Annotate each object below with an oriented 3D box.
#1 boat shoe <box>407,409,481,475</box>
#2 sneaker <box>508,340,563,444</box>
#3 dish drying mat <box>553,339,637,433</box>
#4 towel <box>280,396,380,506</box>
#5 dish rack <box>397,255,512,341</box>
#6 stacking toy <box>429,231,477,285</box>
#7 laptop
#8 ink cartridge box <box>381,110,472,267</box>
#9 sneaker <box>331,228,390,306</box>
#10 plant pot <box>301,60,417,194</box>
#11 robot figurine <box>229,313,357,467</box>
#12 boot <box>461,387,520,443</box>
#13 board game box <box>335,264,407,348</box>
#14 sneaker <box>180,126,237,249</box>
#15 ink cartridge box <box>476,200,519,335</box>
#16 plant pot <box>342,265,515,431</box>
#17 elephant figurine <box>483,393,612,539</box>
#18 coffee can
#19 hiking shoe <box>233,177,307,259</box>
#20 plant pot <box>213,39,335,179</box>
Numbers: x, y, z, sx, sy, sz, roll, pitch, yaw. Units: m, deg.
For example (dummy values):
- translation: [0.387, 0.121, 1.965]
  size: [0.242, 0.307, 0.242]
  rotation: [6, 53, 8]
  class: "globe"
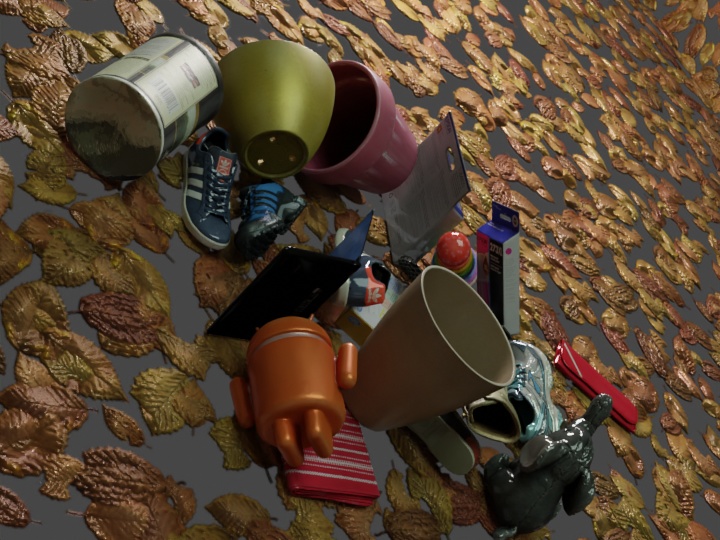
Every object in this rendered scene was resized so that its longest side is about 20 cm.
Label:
- translation: [0.102, 0.204, 1.620]
  size: [0.200, 0.071, 0.062]
  rotation: [51, 24, 8]
  class: "boat shoe"
- translation: [0.266, 0.194, 1.814]
  size: [0.086, 0.078, 0.201]
  rotation: [15, 44, -35]
  class: "sneaker"
- translation: [0.430, 0.210, 2.038]
  size: [0.200, 0.018, 0.077]
  rotation: [41, 32, -10]
  class: "dish drying mat"
- translation: [-0.055, 0.213, 1.475]
  size: [0.144, 0.022, 0.201]
  rotation: [16, 42, -36]
  class: "towel"
- translation: [0.140, 0.046, 1.770]
  size: [0.200, 0.055, 0.153]
  rotation: [49, -8, -9]
  class: "dish rack"
- translation: [0.152, -0.023, 1.817]
  size: [0.086, 0.085, 0.200]
  rotation: [55, -3, 13]
  class: "stacking toy"
- translation: [-0.091, 0.000, 1.507]
  size: [0.199, 0.187, 0.117]
  rotation: [12, 45, -42]
  class: "laptop"
- translation: [0.116, -0.133, 1.875]
  size: [0.040, 0.200, 0.201]
  rotation: [23, 40, -30]
  class: "ink cartridge box"
- translation: [0.000, 0.000, 1.657]
  size: [0.084, 0.076, 0.200]
  rotation: [6, 27, -5]
  class: "sneaker"
- translation: [-0.003, -0.219, 1.857]
  size: [0.179, 0.199, 0.201]
  rotation: [30, 33, -50]
  class: "plant pot"
- translation: [-0.080, 0.142, 1.405]
  size: [0.116, 0.144, 0.201]
  rotation: [19, 41, -34]
  class: "robot figurine"
- translation: [0.146, 0.155, 1.611]
  size: [0.200, 0.073, 0.156]
  rotation: [43, 13, -17]
  class: "boot"
- translation: [0.067, 0.100, 1.718]
  size: [0.200, 0.040, 0.153]
  rotation: [44, 33, -5]
  class: "board game box"
- translation: [-0.208, -0.124, 1.599]
  size: [0.075, 0.084, 0.201]
  rotation: [18, 43, -37]
  class: "sneaker"
- translation: [0.221, -0.004, 1.796]
  size: [0.037, 0.202, 0.095]
  rotation: [-6, 17, -20]
  class: "ink cartridge box"
- translation: [0.074, 0.126, 1.516]
  size: [0.187, 0.200, 0.188]
  rotation: [39, 28, -26]
  class: "plant pot"
- translation: [0.279, 0.283, 1.617]
  size: [0.141, 0.200, 0.156]
  rotation: [15, 44, -40]
  class: "elephant figurine"
- translation: [-0.296, -0.230, 1.555]
  size: [0.146, 0.146, 0.200]
  rotation: [43, 33, -6]
  class: "coffee can"
- translation: [-0.152, -0.078, 1.640]
  size: [0.086, 0.075, 0.200]
  rotation: [38, 23, 1]
  class: "hiking shoe"
- translation: [-0.131, -0.223, 1.690]
  size: [0.199, 0.200, 0.143]
  rotation: [24, 41, -31]
  class: "plant pot"
